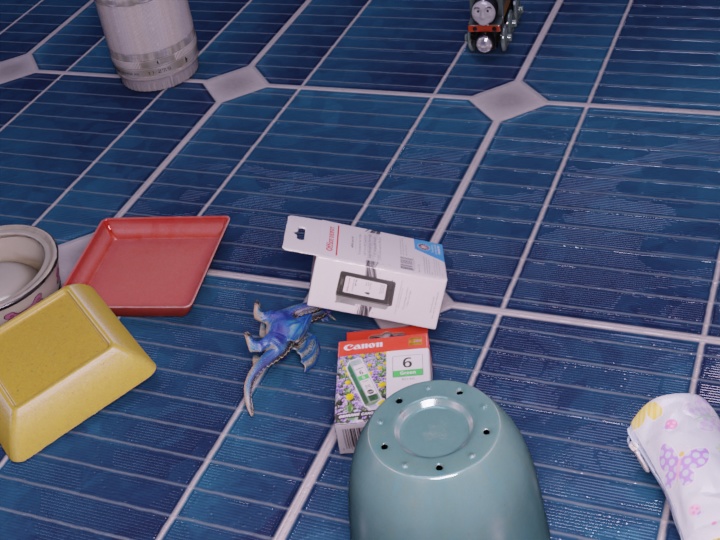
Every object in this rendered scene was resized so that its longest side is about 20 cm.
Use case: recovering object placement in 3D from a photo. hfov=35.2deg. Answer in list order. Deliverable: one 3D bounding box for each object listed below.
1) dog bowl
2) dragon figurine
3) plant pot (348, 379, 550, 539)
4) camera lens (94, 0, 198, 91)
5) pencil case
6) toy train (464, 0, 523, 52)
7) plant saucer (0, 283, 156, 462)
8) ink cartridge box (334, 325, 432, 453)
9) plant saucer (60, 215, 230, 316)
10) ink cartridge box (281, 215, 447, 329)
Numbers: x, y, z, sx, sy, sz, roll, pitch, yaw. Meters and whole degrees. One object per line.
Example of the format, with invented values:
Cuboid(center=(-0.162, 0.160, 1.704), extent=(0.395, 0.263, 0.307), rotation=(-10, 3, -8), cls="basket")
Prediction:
Cuboid(center=(-0.492, 0.026, 1.519), extent=(0.196, 0.075, 0.202), rotation=(-6, 37, 5), cls="dog bowl")
Cuboid(center=(-0.083, 0.083, 1.354), extent=(0.098, 0.060, 0.201), rotation=(-2, 36, 11), cls="dragon figurine")
Cuboid(center=(0.078, 0.204, 1.071), extent=(0.197, 0.163, 0.202), rotation=(-6, 36, 5), cls="plant pot")
Cuboid(center=(-0.376, -0.440, 1.995), extent=(0.157, 0.202, 0.161), rotation=(-7, 37, 5), cls="camera lens")
Cuboid(center=(0.321, 0.206, 1.059), extent=(0.089, 0.084, 0.201), rotation=(1, 36, -12), cls="pencil case")
Cuboid(center=(0.227, -0.455, 1.941), extent=(0.084, 0.115, 0.201), rotation=(3, 39, 19), cls="toy train")
Cuboid(center=(-0.378, 0.106, 1.374), extent=(0.199, 0.049, 0.200), rotation=(-34, 49, -19), cls="plant saucer")
Cuboid(center=(0.028, 0.116, 1.291), extent=(0.107, 0.051, 0.202), rotation=(-6, 38, 6), cls="ink cartridge box")
Cuboid(center=(-0.289, -0.001, 1.536), extent=(0.196, 0.037, 0.201), rotation=(-1, 37, 13), cls="plant saucer")
Cuboid(center=(0.000, 0.000, 1.368), extent=(0.196, 0.069, 0.116), rotation=(12, 23, -4), cls="ink cartridge box")
